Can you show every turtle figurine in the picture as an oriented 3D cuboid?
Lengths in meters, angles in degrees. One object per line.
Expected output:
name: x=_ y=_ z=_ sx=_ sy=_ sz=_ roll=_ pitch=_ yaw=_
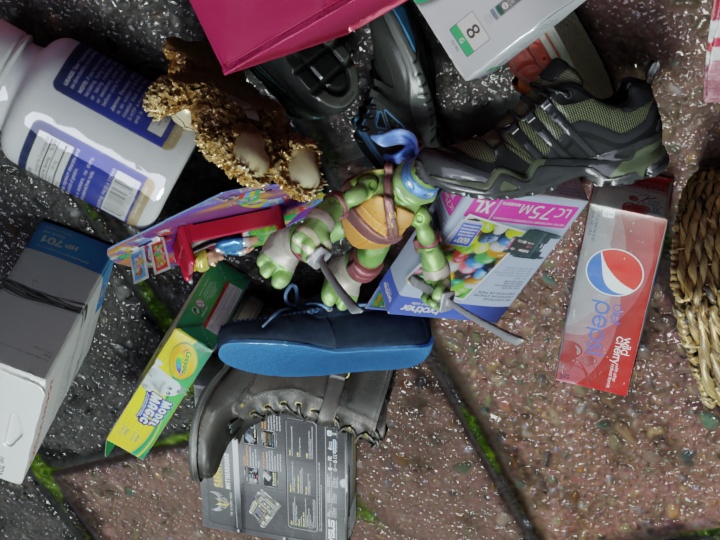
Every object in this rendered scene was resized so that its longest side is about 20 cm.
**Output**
turtle figurine: x=0.000 y=0.000 z=1.362 sx=0.194 sy=0.143 sz=0.201 roll=-29 pitch=78 yaw=56

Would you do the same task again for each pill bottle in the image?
pill bottle: x=-0.243 y=-0.130 z=1.444 sx=0.199 sy=0.120 sz=0.120 roll=29 pitch=129 yaw=-6

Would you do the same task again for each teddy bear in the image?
teddy bear: x=-0.105 y=-0.114 z=1.350 sx=0.200 sy=0.145 sz=0.067 roll=40 pitch=117 yaw=29

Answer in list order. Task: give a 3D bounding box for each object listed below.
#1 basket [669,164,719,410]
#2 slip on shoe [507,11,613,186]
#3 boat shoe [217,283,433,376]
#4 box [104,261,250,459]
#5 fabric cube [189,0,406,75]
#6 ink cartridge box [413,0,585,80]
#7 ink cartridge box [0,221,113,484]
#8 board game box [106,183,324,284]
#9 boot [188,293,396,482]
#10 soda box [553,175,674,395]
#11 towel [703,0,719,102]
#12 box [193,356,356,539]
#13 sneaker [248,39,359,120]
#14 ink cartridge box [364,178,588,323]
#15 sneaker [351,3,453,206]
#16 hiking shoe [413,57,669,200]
basket: x=0.334 y=-0.007 z=1.317 sx=0.148 sy=0.200 sz=0.143 roll=-8 pitch=122 yaw=25
slip on shoe: x=0.155 y=-0.155 z=1.341 sx=0.061 sy=0.074 sz=0.201 roll=-17 pitch=114 yaw=33
boat shoe: x=-0.035 y=0.056 z=1.528 sx=0.199 sy=0.069 sz=0.084 roll=3 pitch=153 yaw=-19
box: x=-0.180 y=0.094 z=1.597 sx=0.048 sy=0.118 sz=0.200 roll=32 pitch=129 yaw=-7
fabric cube: x=-0.022 y=-0.282 z=1.176 sx=0.199 sy=0.196 sz=0.200 roll=-25 pitch=92 yaw=31
ink cartridge box: x=0.114 y=-0.262 z=1.246 sx=0.200 sy=0.050 sz=0.161 roll=-36 pitch=84 yaw=37
ink cartridge box: x=-0.309 y=0.075 z=1.567 sx=0.085 sy=0.200 sz=0.147 roll=22 pitch=129 yaw=-1
board game box: x=-0.120 y=-0.021 z=1.475 sx=0.199 sy=0.158 sz=0.039 roll=-23 pitch=75 yaw=29
boot: x=-0.059 y=0.128 z=1.568 sx=0.173 sy=0.069 sz=0.201 roll=21 pitch=87 yaw=5
soda box: x=0.220 y=0.011 z=1.451 sx=0.070 sy=0.064 sz=0.201 roll=12 pitch=129 yaw=8
towel: x=0.341 y=-0.210 z=1.275 sx=0.143 sy=0.023 sz=0.201 roll=5 pitch=127 yaw=11
box: x=-0.083 y=0.187 z=1.683 sx=0.157 sy=0.048 sz=0.201 roll=8 pitch=128 yaw=11
sneaker: x=-0.086 y=-0.204 z=1.371 sx=0.201 sy=0.075 sz=0.079 roll=56 pitch=151 yaw=-9
ink cartridge box: x=0.098 y=-0.013 z=1.451 sx=0.119 sy=0.042 sz=0.200 roll=6 pitch=139 yaw=-29
sneaker: x=0.027 y=-0.132 z=1.388 sx=0.081 sy=0.073 sz=0.201 roll=-7 pitch=124 yaw=11
hiking shoe: x=0.136 y=-0.111 z=1.283 sx=0.199 sy=0.076 sz=0.101 roll=-7 pitch=100 yaw=-8
